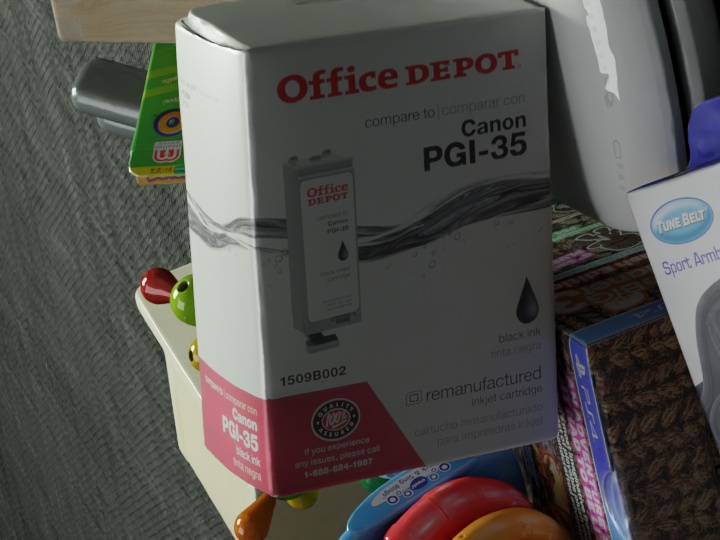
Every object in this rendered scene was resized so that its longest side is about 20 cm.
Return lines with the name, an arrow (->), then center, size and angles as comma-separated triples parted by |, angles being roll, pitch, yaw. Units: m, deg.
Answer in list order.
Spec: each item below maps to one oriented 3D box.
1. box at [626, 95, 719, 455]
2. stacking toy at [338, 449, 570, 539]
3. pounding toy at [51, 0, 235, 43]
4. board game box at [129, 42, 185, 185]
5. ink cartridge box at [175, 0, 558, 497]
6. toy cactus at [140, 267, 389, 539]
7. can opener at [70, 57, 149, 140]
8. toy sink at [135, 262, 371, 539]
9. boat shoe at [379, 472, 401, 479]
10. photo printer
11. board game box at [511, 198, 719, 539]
box -> 0.182, 0.023, 1.155 | 0.119, 0.041, 0.201 | -19, 93, 52
stacking toy -> 0.085, 0.170, 1.283 | 0.200, 0.116, 0.110 | 30, 142, 47
pounding toy -> -0.041, -0.165, 1.408 | 0.184, 0.199, 0.143 | -58, -34, -53
board game box -> -0.058, -0.104, 1.441 | 0.200, 0.095, 0.030 | -83, -13, -52
ink cartridge box -> 0.004, -0.018, 1.247 | 0.083, 0.146, 0.201 | -148, 52, -62
toy cactus -> -0.022, 0.074, 1.477 | 0.165, 0.102, 0.200 | -1, 128, 54
can opener -> -0.062, -0.083, 1.502 | 0.200, 0.067, 0.053 | 11, 162, 34
toy sink -> -0.048, 0.088, 1.859 | 0.200, 0.130, 0.112 | 53, 157, 41
boat shoe -> 0.000, 0.000, 1.354 | 0.067, 0.073, 0.201 | 18, 120, 39
photo printer -> 0.097, -0.109, 1.281 | 0.200, 0.069, 0.167 | 34, 141, 63
board game box -> 0.121, 0.067, 1.359 | 0.200, 0.097, 0.160 | 32, 139, 64
